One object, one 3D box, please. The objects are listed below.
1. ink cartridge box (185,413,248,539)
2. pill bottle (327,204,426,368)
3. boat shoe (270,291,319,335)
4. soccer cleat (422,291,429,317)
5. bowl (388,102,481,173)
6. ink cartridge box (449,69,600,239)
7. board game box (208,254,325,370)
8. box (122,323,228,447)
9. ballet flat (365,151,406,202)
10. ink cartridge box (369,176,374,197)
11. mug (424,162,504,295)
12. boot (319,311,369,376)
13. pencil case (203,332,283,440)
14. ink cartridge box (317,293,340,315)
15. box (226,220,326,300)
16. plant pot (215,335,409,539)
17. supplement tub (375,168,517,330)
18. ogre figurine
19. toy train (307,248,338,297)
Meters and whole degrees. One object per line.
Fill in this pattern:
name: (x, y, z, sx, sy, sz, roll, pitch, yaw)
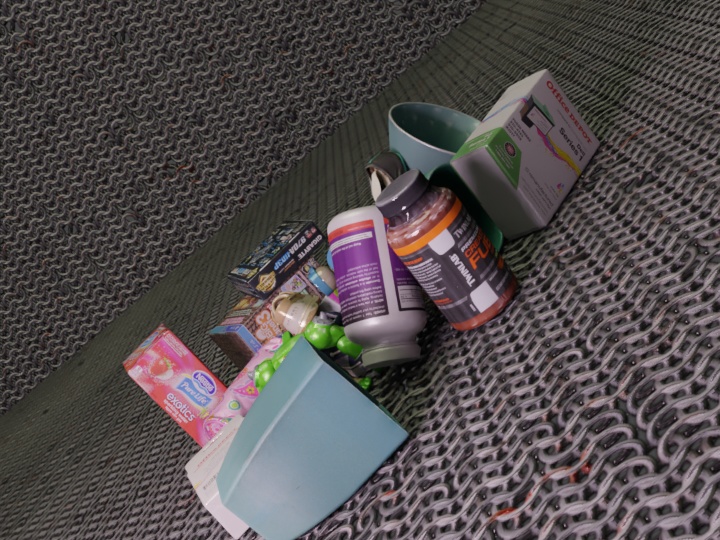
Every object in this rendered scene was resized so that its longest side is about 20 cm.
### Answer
ink cartridge box: (-0.165, 0.271, 1.467, 0.117, 0.067, 0.200, -44, 15, -9)
pill bottle: (0.024, 0.022, 1.428, 0.111, 0.203, 0.113, -9, -10, -2)
boat shoe: (-0.107, 0.062, 1.718, 0.200, 0.068, 0.075, 173, 122, -85)
soccer cleat: (0.024, 0.055, 1.577, 0.076, 0.068, 0.199, -7, 2, -28)
bowl: (0.128, -0.180, 1.745, 0.201, 0.198, 0.106, -70, -3, -63)
ink cartridge box: (0.237, -0.167, 1.543, 0.084, 0.145, 0.200, -22, 23, 50)
board game box: (-0.153, 0.078, 1.954, 0.200, 0.097, 0.159, -47, 15, -21)
box: (-0.275, 0.190, 1.731, 0.095, 0.200, 0.100, -45, 14, -9)
ballet flat: (0.062, -0.086, 1.670, 0.068, 0.202, 0.068, -18, -16, -32)
ink cartridge box: (0.070, -0.132, 1.845, 0.059, 0.104, 0.200, -41, -8, -3)
mug: (0.106, -0.050, 1.532, 0.114, 0.152, 0.186, -30, 18, 46)
boot: (-0.044, 0.101, 1.605, 0.073, 0.091, 0.199, -46, 15, -21)
pencil case: (-0.154, 0.190, 1.654, 0.087, 0.088, 0.200, -24, 21, 49)
ink cartridge box: (0.002, 0.003, 1.767, 0.197, 0.043, 0.200, -49, -4, -29)
box: (-0.154, -0.023, 1.963, 0.159, 0.046, 0.200, -44, 14, -12)
plant pot: (-0.071, 0.208, 1.274, 0.200, 0.141, 0.141, -49, 14, -2)
supplement tub: (0.104, -0.029, 1.366, 0.106, 0.201, 0.107, -35, 17, 13)
ogre figurine: (-0.069, 0.143, 1.487, 0.199, 0.120, 0.098, -34, 15, 29)
toy train: (0.000, 0.000, 1.600, 0.116, 0.085, 0.200, -43, -21, 4)
